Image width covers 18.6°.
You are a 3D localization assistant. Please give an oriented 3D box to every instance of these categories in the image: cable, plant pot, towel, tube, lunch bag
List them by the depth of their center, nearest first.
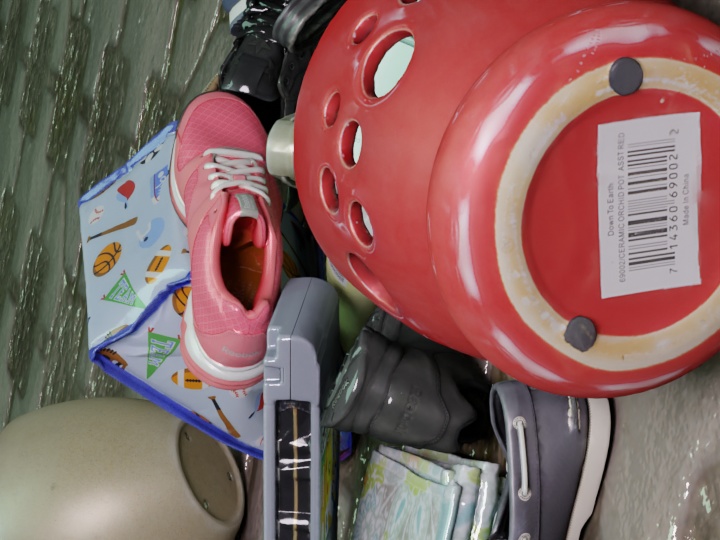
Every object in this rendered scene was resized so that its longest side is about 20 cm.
[{"bbox_3d":[0.086,-0.047,1.015,0.182,0.199,0.201,-139,62,-66],"label":"plant pot"},{"bbox_3d":[0.031,0.201,1.262,0.171,0.048,0.201,-174,96,-74],"label":"towel"},{"bbox_3d":[0.010,-0.173,1.391,0.097,0.050,0.200,-47,-3,19],"label":"cable"},{"bbox_3d":[0.000,0.000,1.394,0.058,0.052,0.200,-49,-6,-15],"label":"tube"},{"bbox_3d":[-0.081,0.024,1.487,0.124,0.200,0.170,-35,36,22],"label":"lunch bag"},{"bbox_3d":[-0.168,0.177,1.686,0.134,0.200,0.201,-26,44,21],"label":"plant pot"}]

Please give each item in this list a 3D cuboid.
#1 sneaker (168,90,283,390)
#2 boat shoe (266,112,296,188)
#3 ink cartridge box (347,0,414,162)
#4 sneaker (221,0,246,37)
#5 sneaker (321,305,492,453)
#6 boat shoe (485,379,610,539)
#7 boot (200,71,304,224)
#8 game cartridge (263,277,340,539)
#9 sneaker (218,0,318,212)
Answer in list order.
[{"bbox_3d":[-0.071,-0.032,1.337,0.087,0.073,0.201,117,151,-58],"label":"sneaker"},{"bbox_3d":[-0.019,-0.078,1.395,0.200,0.062,0.072,20,-99,-85],"label":"boat shoe"},{"bbox_3d":[0.065,-0.134,1.158,0.084,0.144,0.201,21,104,35],"label":"ink cartridge box"},{"bbox_3d":[-0.031,-0.234,1.482,0.200,0.070,0.082,-30,68,39],"label":"sneaker"},{"bbox_3d":[0.033,0.068,1.292,0.200,0.090,0.076,-60,-6,-75],"label":"sneaker"},{"bbox_3d":[0.073,0.151,1.137,0.073,0.062,0.201,-149,72,-70],"label":"boat shoe"},{"bbox_3d":[-0.090,-0.032,1.612,0.155,0.072,0.201,51,-134,-66],"label":"boot"},{"bbox_3d":[-0.034,0.113,1.315,0.133,0.040,0.201,-86,-3,-72],"label":"game cartridge"},{"bbox_3d":[-0.053,-0.147,1.425,0.104,0.060,0.200,-54,-34,-41],"label":"sneaker"}]
